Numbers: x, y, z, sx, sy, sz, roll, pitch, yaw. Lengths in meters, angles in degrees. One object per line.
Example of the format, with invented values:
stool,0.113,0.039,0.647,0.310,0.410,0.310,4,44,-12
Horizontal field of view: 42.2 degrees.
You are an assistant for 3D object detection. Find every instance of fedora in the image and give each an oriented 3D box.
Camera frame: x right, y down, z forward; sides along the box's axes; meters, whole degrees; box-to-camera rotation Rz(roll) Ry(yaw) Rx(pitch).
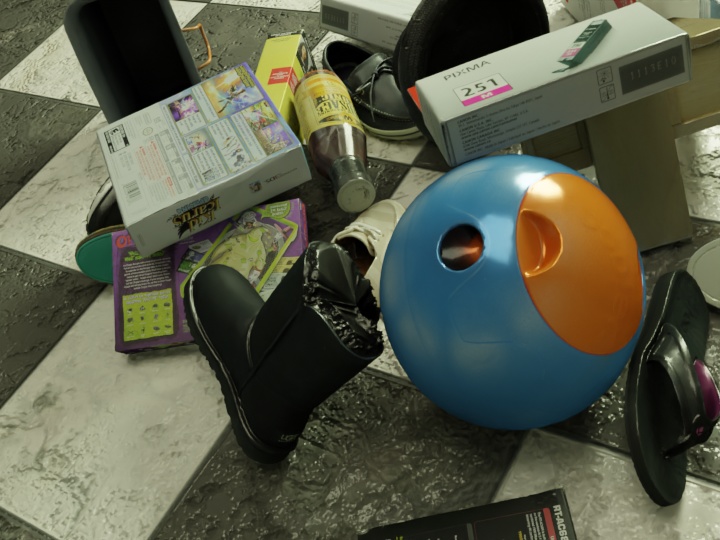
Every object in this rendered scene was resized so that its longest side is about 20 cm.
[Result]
fedora,0.102,-0.227,0.969,0.200,0.203,0.091,-39,35,-19

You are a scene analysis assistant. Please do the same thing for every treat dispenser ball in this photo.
treat dispenser ball,0.112,0.016,0.700,0.197,0.203,0.203,-11,44,10

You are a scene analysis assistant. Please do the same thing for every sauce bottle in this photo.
sauce bottle,-0.025,-0.137,0.979,0.065,0.067,0.202,-21,44,-1

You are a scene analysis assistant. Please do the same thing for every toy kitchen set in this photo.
toy kitchen set,0.244,-0.124,0.875,0.196,0.166,0.181,-16,15,5

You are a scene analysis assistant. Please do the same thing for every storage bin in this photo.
storage bin,-0.257,-0.271,1.141,0.143,0.203,0.135,-19,33,1

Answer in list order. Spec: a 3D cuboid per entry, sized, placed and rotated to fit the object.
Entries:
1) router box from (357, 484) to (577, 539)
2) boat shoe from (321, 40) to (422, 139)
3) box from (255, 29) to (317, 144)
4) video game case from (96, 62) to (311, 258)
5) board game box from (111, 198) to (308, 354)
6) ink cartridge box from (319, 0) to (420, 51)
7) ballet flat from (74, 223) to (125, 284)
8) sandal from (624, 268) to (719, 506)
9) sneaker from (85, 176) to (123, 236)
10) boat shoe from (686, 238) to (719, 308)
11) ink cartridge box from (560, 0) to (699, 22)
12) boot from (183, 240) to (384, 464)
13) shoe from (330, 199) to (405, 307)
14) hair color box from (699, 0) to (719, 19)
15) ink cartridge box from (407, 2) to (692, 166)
router box,0.080,0.249,0.584,0.147,0.063,0.202,-14,44,9
boat shoe,0.017,-0.207,1.059,0.074,0.063,0.200,-34,46,-16
box,-0.093,-0.189,1.075,0.049,0.076,0.202,-5,45,16
video game case,-0.163,-0.117,0.939,0.179,0.046,0.201,-26,41,-6
board game box,-0.144,0.007,0.896,0.196,0.032,0.123,-9,79,12
ink cartridge box,0.076,-0.305,1.133,0.172,0.044,0.199,-19,34,-38
ballet flat,-0.198,-0.029,0.972,0.196,0.071,0.072,-9,44,13
sandal,0.235,0.074,0.681,0.048,0.075,0.202,-23,33,43
sneaker,-0.205,-0.084,1.019,0.199,0.076,0.087,-42,53,-20
boat shoe,0.364,-0.004,0.741,0.196,0.074,0.062,-8,1,23
ink cartridge box,0.280,-0.323,1.007,0.083,0.147,0.202,-23,44,-1
boot,-0.064,0.032,0.766,0.169,0.075,0.202,-51,50,33
shoe,0.000,0.000,0.867,0.069,0.054,0.202,4,49,24
hair color box,0.457,-0.312,0.992,0.196,0.061,0.100,-18,44,4
ink cartridge box,0.140,-0.168,0.761,0.196,0.044,0.175,-20,33,1
